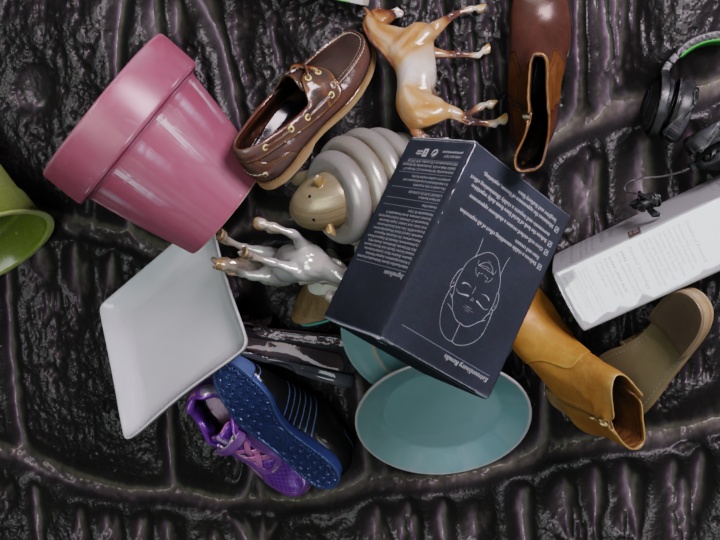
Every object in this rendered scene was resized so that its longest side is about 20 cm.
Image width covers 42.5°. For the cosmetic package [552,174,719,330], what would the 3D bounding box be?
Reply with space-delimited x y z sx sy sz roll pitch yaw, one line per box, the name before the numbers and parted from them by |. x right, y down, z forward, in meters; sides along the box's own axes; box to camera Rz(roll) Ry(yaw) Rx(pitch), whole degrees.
cosmetic package | 0.301 -0.020 0.945 0.199 0.102 0.074 -29 96 17

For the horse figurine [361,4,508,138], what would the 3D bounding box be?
horse figurine | 0.078 -0.198 0.964 0.131 0.050 0.202 -7 76 -4

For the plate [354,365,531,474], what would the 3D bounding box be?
plate | 0.092 0.161 1.040 0.198 0.026 0.201 -1 133 -1

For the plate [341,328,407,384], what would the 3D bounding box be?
plate | 0.078 0.065 1.019 0.198 0.026 0.202 -1 116 -2

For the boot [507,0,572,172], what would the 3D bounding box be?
boot | 0.163 -0.201 0.886 0.068 0.200 0.190 11 105 11

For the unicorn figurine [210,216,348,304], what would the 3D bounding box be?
unicorn figurine | -0.073 -0.003 0.979 0.137 0.200 0.074 24 89 -31

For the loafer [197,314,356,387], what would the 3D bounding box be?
loafer | -0.094 0.082 1.090 0.198 0.072 0.064 17 87 9

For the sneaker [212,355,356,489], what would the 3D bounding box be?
sneaker | -0.086 0.165 1.086 0.200 0.078 0.070 47 124 -8

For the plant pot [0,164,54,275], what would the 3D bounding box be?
plant pot | -0.499 -0.095 1.097 0.199 0.200 0.191 -34 81 18

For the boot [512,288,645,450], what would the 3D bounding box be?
boot | 0.218 0.087 0.954 0.071 0.144 0.202 -35 108 -14

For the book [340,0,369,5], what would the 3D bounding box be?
book | -0.077 -0.370 0.992 0.198 0.048 0.135 15 108 11

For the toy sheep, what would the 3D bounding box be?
toy sheep | 0.012 -0.089 0.975 0.138 0.199 0.139 35 138 40

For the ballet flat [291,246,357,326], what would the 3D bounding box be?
ballet flat | 0.000 0.000 1.035 0.198 0.068 0.073 -18 132 16

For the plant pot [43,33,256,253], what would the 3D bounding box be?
plant pot | -0.213 -0.124 1.013 0.179 0.200 0.200 40 109 -14

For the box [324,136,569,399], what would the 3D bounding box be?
box | 0.085 -0.004 0.893 0.148 0.107 0.201 32 80 -32

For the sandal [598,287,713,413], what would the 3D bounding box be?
sandal | 0.316 0.093 0.981 0.078 0.069 0.212 58 142 28

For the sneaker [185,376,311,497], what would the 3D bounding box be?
sneaker | -0.139 0.201 1.111 0.080 0.088 0.200 -43 91 17

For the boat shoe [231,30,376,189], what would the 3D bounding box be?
boat shoe | -0.058 -0.180 0.973 0.070 0.070 0.201 24 73 39

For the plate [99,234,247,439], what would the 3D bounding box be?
plate | -0.217 0.067 1.083 0.199 0.032 0.201 -38 51 19

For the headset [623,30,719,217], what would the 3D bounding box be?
headset | 0.332 -0.143 0.913 0.123 0.094 0.201 36 97 4
